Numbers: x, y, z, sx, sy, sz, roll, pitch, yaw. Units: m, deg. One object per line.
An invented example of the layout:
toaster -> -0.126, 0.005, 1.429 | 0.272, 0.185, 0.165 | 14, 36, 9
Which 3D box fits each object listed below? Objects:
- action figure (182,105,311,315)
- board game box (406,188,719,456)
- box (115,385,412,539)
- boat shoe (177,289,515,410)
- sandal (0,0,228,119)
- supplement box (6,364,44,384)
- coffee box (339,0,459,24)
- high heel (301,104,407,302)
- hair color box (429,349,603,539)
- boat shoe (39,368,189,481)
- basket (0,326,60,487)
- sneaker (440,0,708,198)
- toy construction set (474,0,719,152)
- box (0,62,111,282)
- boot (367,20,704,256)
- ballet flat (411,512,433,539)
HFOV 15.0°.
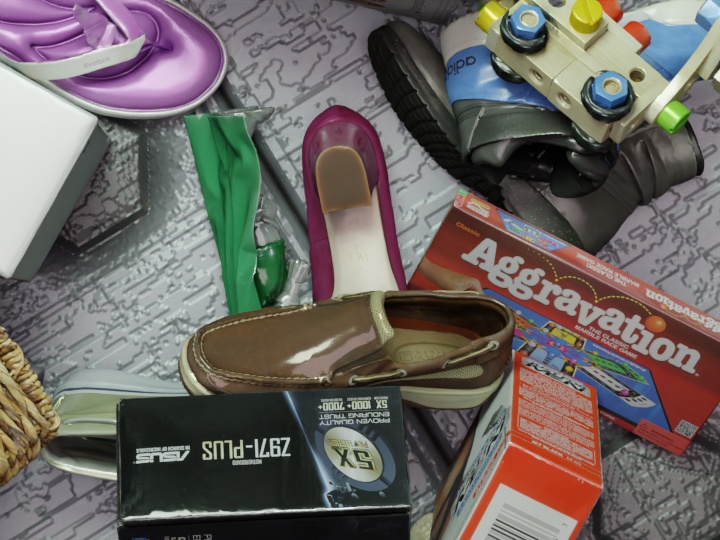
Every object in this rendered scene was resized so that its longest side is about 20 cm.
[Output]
action figure -> -0.060, 0.002, 1.648 | 0.055, 0.118, 0.200 | -10, 98, -12
board game box -> 0.128, 0.033, 1.652 | 0.200, 0.103, 0.019 | 27, 43, -1
box -> -0.055, 0.162, 1.583 | 0.163, 0.200, 0.086 | -2, 51, -3
boat shoe -> -0.004, 0.038, 1.580 | 0.202, 0.075, 0.075 | -4, 55, -25
sandal -> -0.180, -0.147, 1.661 | 0.202, 0.050, 0.083 | 19, 89, -2
supplement box -> -0.295, 0.060, 1.624 | 0.200, 0.109, 0.061 | 17, 90, -1
coffee box -> -0.017, -0.269, 1.595 | 0.197, 0.200, 0.200 | 14, 89, -2
high heel -> 0.000, 0.000, 1.676 | 0.067, 0.096, 0.200 | -1, 110, 1
hair color box -> 0.088, 0.128, 1.582 | 0.064, 0.200, 0.111 | 26, 103, -1
boat shoe -> -0.095, 0.105, 1.629 | 0.200, 0.062, 0.072 | 4, 130, 17
basket -> -0.295, 0.066, 1.533 | 0.200, 0.143, 0.149 | 55, 47, -13
sneaker -> 0.151, -0.095, 1.610 | 0.200, 0.077, 0.111 | -2, 69, -12
toy construction set -> 0.144, -0.146, 1.548 | 0.200, 0.092, 0.131 | 35, 63, 28
box -> -0.260, -0.087, 1.606 | 0.200, 0.152, 0.106 | 30, 88, -1
boot -> 0.108, -0.102, 1.674 | 0.131, 0.068, 0.200 | -42, 93, -12
ballet flat -> 0.065, 0.246, 1.658 | 0.067, 0.062, 0.200 | -8, 89, -3
